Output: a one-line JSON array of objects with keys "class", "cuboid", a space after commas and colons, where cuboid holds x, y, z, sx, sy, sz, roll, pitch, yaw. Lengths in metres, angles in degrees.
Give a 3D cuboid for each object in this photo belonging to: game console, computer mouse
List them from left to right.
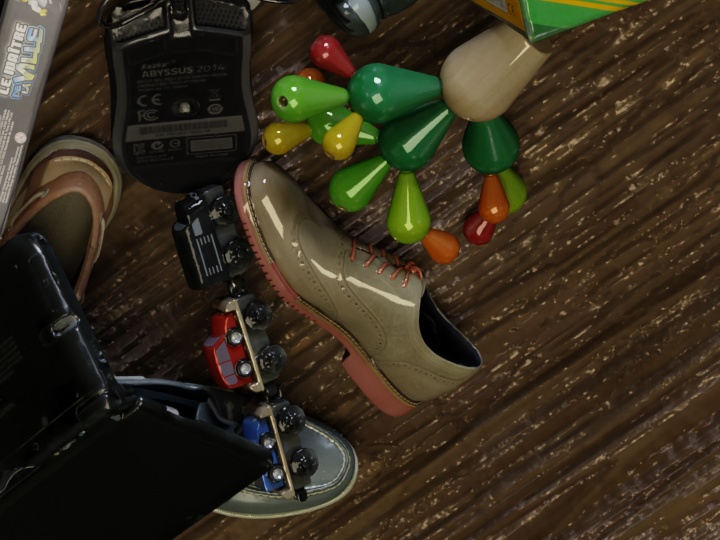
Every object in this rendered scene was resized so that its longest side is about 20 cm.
[{"class": "game console", "cuboid": [-0.180, 0.089, 1.610, 0.200, 0.116, 0.177, -37, 74, 37]}, {"class": "computer mouse", "cuboid": [-0.097, -0.125, 1.552, 0.137, 0.053, 0.201, -3, 142, -11]}]

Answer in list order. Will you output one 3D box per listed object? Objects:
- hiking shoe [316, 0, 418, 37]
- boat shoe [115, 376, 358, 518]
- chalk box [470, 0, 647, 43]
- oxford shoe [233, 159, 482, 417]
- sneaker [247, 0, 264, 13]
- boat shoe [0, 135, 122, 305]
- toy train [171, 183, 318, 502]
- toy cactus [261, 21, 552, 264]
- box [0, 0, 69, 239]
[{"class": "hiking shoe", "cuboid": [-0.009, -0.236, 1.532, 0.086, 0.074, 0.201, -26, 116, -13]}, {"class": "boat shoe", "cuboid": [-0.097, 0.106, 1.659, 0.199, 0.062, 0.073, 13, 77, -5]}, {"class": "chalk box", "cuboid": [0.150, -0.226, 1.493, 0.199, 0.125, 0.125, -21, 114, -11]}, {"class": "oxford shoe", "cuboid": [0.000, 0.000, 1.617, 0.074, 0.071, 0.200, -23, 125, 28]}, {"class": "sneaker", "cuboid": [-0.099, -0.221, 1.501, 0.067, 0.108, 0.203, -8, 113, 8]}, {"class": "boat shoe", "cuboid": [-0.203, 0.016, 1.622, 0.075, 0.072, 0.201, 18, 111, -10]}, {"class": "toy train", "cuboid": [-0.071, 0.048, 1.613, 0.046, 0.034, 0.201, -21, 103, -19]}, {"class": "toy cactus", "cuboid": [0.044, -0.092, 1.563, 0.199, 0.103, 0.165, 31, 125, -31]}, {"class": "box", "cuboid": [-0.191, -0.130, 1.539, 0.034, 0.110, 0.201, 15, 112, -9]}]
